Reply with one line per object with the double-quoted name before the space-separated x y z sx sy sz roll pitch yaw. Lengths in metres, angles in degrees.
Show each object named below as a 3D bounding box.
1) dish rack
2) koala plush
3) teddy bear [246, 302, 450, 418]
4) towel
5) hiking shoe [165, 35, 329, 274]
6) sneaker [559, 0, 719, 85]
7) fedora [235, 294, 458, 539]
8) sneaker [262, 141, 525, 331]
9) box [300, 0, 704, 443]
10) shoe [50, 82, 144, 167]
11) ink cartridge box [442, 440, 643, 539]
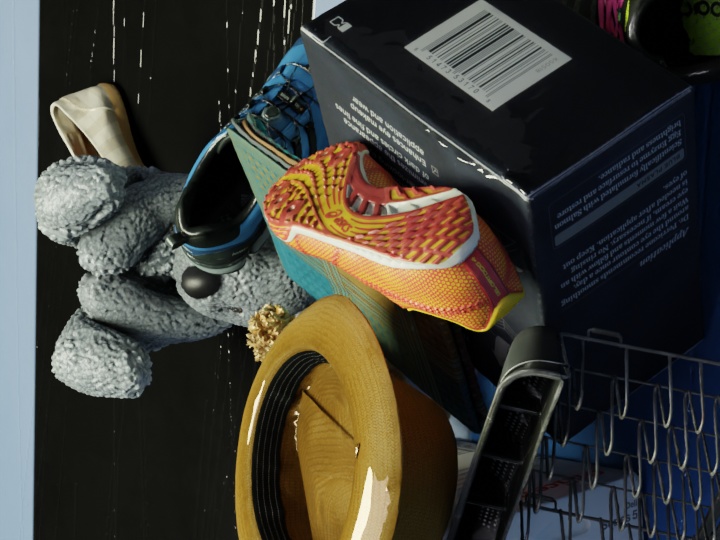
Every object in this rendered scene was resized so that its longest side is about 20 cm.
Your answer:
"dish rack" 0.156 0.105 0.930 0.055 0.199 0.154 -83 6 -48
"koala plush" -0.104 -0.008 1.285 0.199 0.184 0.178 -2 99 31
"teddy bear" -0.010 0.067 1.144 0.145 0.200 0.067 20 86 16
"towel" 0.000 0.000 1.060 0.200 0.022 0.147 38 158 41
"hiking shoe" -0.054 -0.086 1.173 0.074 0.087 0.200 31 85 9
"sneaker" 0.160 -0.138 0.943 0.200 0.087 0.074 12 108 50
"fedora" -0.002 0.112 0.984 0.200 0.082 0.201 -33 52 55
"sneaker" 0.009 -0.014 0.930 0.077 0.073 0.200 55 168 -32
"box" 0.082 -0.047 0.982 0.197 0.117 0.200 42 156 38
"shoe" -0.200 -0.063 1.450 0.070 0.053 0.201 -46 62 47
"ink cartridge box" 0.058 0.167 1.099 0.200 0.145 0.084 4 102 52
